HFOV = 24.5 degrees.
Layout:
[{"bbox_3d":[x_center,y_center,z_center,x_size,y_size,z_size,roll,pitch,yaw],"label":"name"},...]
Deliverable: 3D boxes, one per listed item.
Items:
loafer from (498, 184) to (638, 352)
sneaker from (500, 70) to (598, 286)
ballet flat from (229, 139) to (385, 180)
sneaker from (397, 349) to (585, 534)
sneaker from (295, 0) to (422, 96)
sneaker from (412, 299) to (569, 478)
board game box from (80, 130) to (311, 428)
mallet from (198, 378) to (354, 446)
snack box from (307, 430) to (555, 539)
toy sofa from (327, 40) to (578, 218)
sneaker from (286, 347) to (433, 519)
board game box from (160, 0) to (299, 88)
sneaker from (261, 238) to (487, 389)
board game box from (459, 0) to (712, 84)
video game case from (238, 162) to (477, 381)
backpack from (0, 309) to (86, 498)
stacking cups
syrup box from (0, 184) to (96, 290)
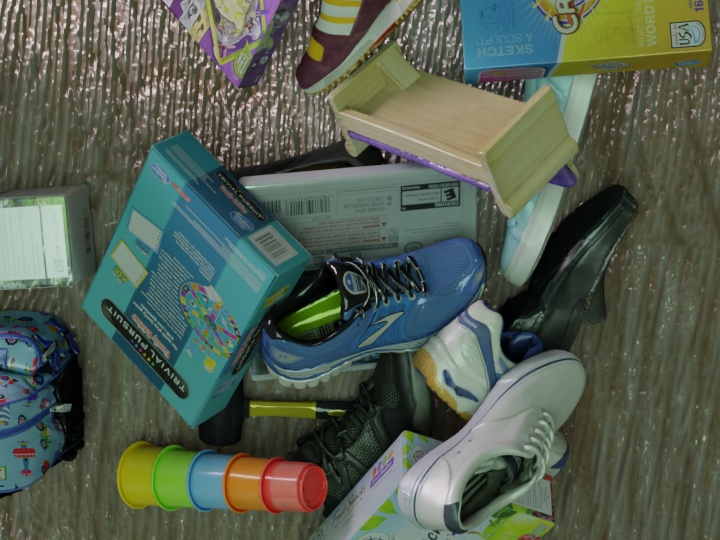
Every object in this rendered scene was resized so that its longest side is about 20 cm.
[{"bbox_3d":[0.179,0.018,1.404,0.072,0.073,0.201,31,112,-11],"label":"loafer"},{"bbox_3d":[0.137,-0.091,1.386,0.081,0.074,0.203,17,94,9],"label":"sneaker"},{"bbox_3d":[-0.073,-0.059,1.403,0.198,0.069,0.069,-23,112,10],"label":"ballet flat"},{"bbox_3d":[0.119,0.139,1.283,0.200,0.070,0.074,-41,126,-26],"label":"sneaker"},{"bbox_3d":[-0.006,-0.224,1.336,0.090,0.075,0.200,46,133,-4],"label":"sneaker"},{"bbox_3d":[0.131,0.101,1.363,0.088,0.075,0.200,-46,133,3],"label":"sneaker"},{"bbox_3d":[-0.140,0.010,1.370,0.151,0.047,0.201,45,132,15],"label":"board game box"},{"bbox_3d":[-0.047,0.113,1.457,0.197,0.041,0.067,-5,104,2],"label":"mallet"},{"bbox_3d":[0.053,0.222,1.391,0.141,0.053,0.200,19,136,-18],"label":"snack box"},{"bbox_3d":[0.074,-0.104,1.313,0.083,0.199,0.098,-43,131,-21],"label":"toy sofa"},{"bbox_3d":[0.000,0.137,1.407,0.113,0.077,0.201,1,123,-13],"label":"sneaker"},{"bbox_3d":[-0.087,-0.262,1.325,0.120,0.032,0.201,52,130,25],"label":"board game box"},{"bbox_3d":[0.011,0.026,1.327,0.198,0.089,0.079,-25,63,-6],"label":"sneaker"},{"bbox_3d":[0.177,-0.235,1.337,0.197,0.040,0.155,-4,79,5],"label":"board game box"},{"bbox_3d":[0.000,0.000,1.390,0.197,0.023,0.184,-6,116,-8],"label":"video game case"},{"bbox_3d":[-0.335,0.119,1.397,0.180,0.200,0.137,2,102,5],"label":"backpack"},{"bbox_3d":[-0.116,0.177,1.420,0.198,0.060,0.061,-3,102,33],"label":"stacking cups"},{"bbox_3d":[-0.335,-0.026,1.428,0.197,0.081,0.080,-3,99,6],"label":"syrup box"}]
